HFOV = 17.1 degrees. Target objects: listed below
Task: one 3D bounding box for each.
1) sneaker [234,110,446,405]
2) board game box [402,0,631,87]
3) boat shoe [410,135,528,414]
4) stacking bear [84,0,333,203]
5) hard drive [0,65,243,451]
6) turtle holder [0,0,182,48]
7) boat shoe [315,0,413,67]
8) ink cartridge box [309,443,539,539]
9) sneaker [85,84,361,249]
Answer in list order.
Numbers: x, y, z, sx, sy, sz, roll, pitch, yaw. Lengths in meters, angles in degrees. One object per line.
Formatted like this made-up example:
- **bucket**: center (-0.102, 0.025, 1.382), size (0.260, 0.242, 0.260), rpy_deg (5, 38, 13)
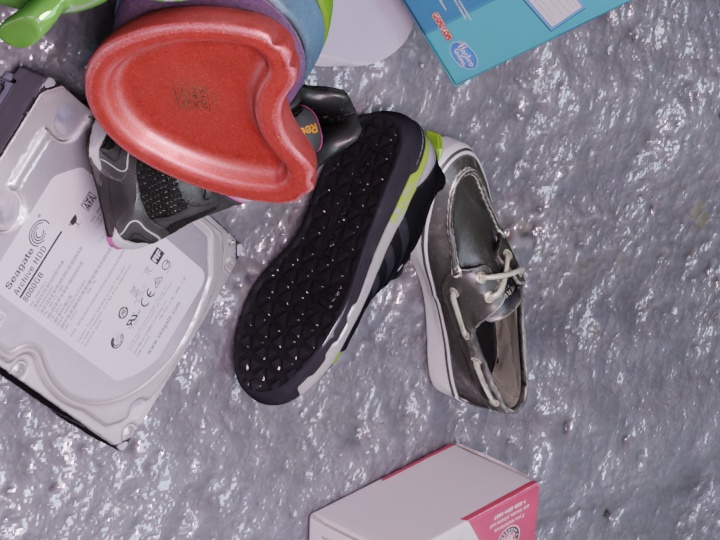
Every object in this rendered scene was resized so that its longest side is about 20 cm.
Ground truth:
- **sneaker**: center (0.000, 0.000, 1.437), size (0.200, 0.072, 0.083), rpy_deg (-61, 143, -9)
- **board game box**: center (0.105, -0.208, 1.316), size (0.200, 0.047, 0.151), rpy_deg (-25, 129, 12)
- **boat shoe**: center (0.077, 0.005, 1.538), size (0.071, 0.064, 0.200), rpy_deg (-38, 134, -32)
- **stacking bear**: center (-0.057, -0.150, 1.201), size (0.122, 0.114, 0.200), rpy_deg (81, 21, -49)
- **hard drive**: center (-0.155, -0.003, 1.280), size (0.140, 0.038, 0.200), rpy_deg (-59, 141, -11)
- **turtle holder**: center (-0.134, -0.195, 1.095), size (0.132, 0.185, 0.141), rpy_deg (-53, 140, -40)
- **boat shoe**: center (-0.052, -0.140, 1.319), size (0.200, 0.057, 0.069), rpy_deg (-14, 100, -46)
- **ink cartridge box**: center (0.041, 0.237, 1.593), size (0.146, 0.083, 0.200), rpy_deg (-23, 124, -42)
- **sneaker**: center (-0.068, -0.070, 1.271), size (0.200, 0.086, 0.080), rpy_deg (-38, 116, -57)
